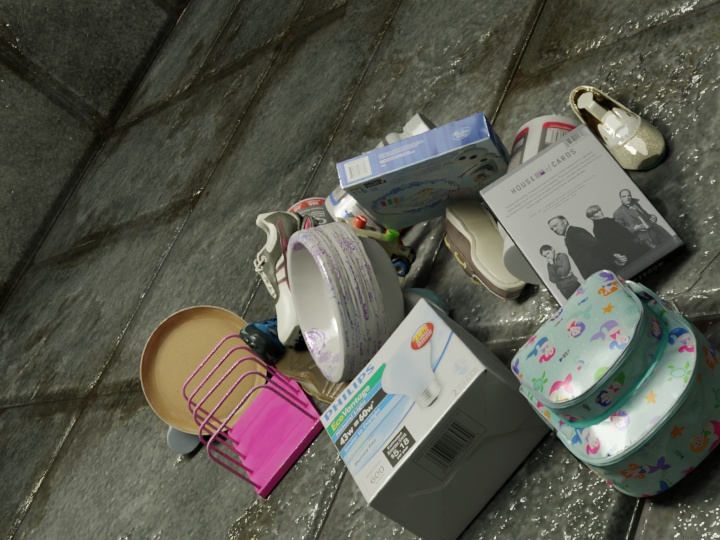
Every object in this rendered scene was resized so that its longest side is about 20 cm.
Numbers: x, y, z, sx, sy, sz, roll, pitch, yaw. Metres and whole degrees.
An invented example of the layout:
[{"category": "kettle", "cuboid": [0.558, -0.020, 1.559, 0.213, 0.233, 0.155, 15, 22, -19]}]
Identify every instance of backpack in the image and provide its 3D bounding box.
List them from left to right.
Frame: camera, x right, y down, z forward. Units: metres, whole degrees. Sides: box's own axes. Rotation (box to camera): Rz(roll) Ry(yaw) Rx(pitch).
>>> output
[{"category": "backpack", "cuboid": [0.254, 0.108, 1.108, 0.178, 0.150, 0.200, -47, 31, 7]}]

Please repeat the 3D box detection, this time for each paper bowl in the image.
[{"category": "paper bowl", "cuboid": [-0.014, 0.036, 1.486, 0.104, 0.201, 0.201, -14, 19, -19]}]

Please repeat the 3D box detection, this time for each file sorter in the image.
[{"category": "file sorter", "cuboid": [-0.164, 0.199, 1.676, 0.139, 0.125, 0.200, -50, 26, 2]}]

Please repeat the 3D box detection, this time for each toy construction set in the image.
[{"category": "toy construction set", "cuboid": [0.000, 0.000, 1.632, 0.092, 0.131, 0.200, -63, -6, -46]}]

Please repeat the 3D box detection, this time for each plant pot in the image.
[{"category": "plant pot", "cuboid": [-0.244, 0.156, 1.819, 0.200, 0.200, 0.027, -53, -7, -2]}]

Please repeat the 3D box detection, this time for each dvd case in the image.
[{"category": "dvd case", "cuboid": [0.246, -0.057, 1.309, 0.150, 0.025, 0.200, -33, 57, 2]}]

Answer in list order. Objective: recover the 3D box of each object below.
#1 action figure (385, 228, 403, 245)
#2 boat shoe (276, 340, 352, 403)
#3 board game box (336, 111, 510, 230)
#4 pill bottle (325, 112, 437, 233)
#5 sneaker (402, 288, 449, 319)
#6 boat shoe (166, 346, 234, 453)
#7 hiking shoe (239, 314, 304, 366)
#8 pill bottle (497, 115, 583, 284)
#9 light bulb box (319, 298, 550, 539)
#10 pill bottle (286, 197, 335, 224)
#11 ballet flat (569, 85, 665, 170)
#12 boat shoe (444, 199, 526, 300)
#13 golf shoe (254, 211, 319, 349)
[{"category": "action figure", "cuboid": [0.031, -0.082, 1.686, 0.065, 0.099, 0.201, -128, 46, -63]}, {"category": "boat shoe", "cuboid": [-0.034, 0.148, 1.599, 0.200, 0.066, 0.074, 21, 73, 51]}, {"category": "board game box", "cuboid": [0.096, -0.124, 1.529, 0.200, 0.199, 0.043, -17, 69, 15]}, {"category": "pill bottle", "cuboid": [0.052, -0.136, 1.766, 0.200, 0.114, 0.114, -44, 27, 14]}, {"category": "sneaker", "cuboid": [0.085, 0.052, 1.509, 0.082, 0.074, 0.200, -20, 14, -18]}, {"category": "boat shoe", "cuboid": [-0.246, 0.200, 1.884, 0.202, 0.075, 0.086, -58, 16, 3]}, {"category": "hiking shoe", "cuboid": [-0.118, 0.086, 1.716, 0.087, 0.074, 0.200, -48, -7, 7]}, {"category": "pill bottle", "cuboid": [0.228, -0.085, 1.420, 0.111, 0.111, 0.200, -26, 36, 42]}, {"category": "light bulb box", "cuboid": [0.082, 0.170, 1.319, 0.198, 0.125, 0.200, -50, 27, 4]}, {"category": "pill bottle", "cuboid": [-0.060, -0.021, 1.798, 0.116, 0.116, 0.200, -44, 27, 15]}, {"category": "ballet flat", "cuboid": [0.313, -0.182, 1.460, 0.067, 0.062, 0.200, -48, 27, 9]}, {"category": "boat shoe", "cuboid": [0.160, -0.018, 1.503, 0.200, 0.072, 0.060, -120, 29, -50]}, {"category": "golf shoe", "cuboid": [-0.112, 0.013, 1.647, 0.077, 0.088, 0.201, 135, 140, -64]}]
